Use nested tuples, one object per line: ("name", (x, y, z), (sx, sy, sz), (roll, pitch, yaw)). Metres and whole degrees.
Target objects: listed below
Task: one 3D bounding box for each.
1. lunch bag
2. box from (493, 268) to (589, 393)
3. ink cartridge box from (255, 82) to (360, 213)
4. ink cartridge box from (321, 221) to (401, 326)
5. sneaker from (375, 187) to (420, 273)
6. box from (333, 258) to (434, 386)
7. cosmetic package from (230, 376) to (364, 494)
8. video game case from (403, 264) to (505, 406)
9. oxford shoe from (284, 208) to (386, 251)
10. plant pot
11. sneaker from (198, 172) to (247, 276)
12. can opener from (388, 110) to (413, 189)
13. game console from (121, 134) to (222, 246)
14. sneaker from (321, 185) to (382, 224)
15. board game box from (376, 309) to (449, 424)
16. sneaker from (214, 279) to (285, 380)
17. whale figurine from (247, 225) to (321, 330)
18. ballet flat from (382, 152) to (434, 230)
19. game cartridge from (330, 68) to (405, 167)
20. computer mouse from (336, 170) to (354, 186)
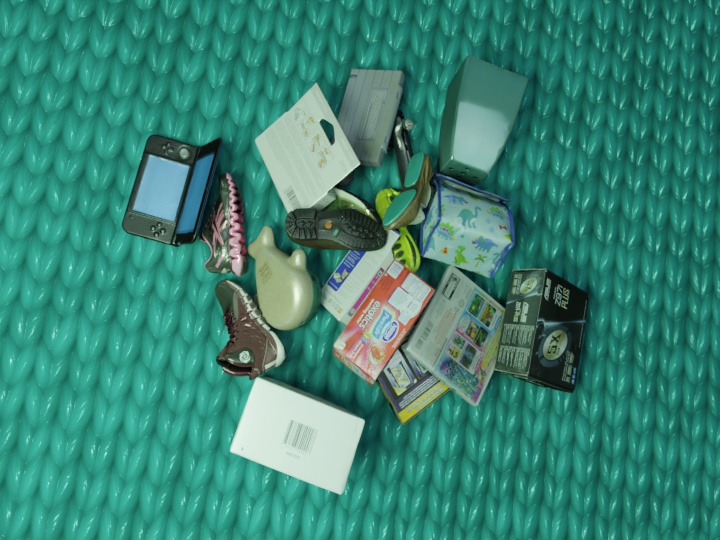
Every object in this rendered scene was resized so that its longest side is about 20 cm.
("lunch bag", (0.214, -0.110, 1.075), (0.164, 0.130, 0.204), (18, 43, -7))
("box", (0.364, 0.120, 1.056), (0.160, 0.085, 0.208), (22, 77, -33))
("ink cartridge box", (-0.099, -0.224, 1.028), (0.174, 0.044, 0.205), (-34, 70, 18))
("ink cartridge box", (0.000, 0.000, 1.034), (0.037, 0.094, 0.203), (35, 90, -43))
("sneaker", (0.067, -0.076, 1.079), (0.071, 0.084, 0.207), (-3, 64, -14))
("box", (0.042, 0.098, 0.983), (0.098, 0.096, 0.202), (34, 74, 9))
("cosmetic package", (-0.111, 0.279, 0.935), (0.193, 0.200, 0.127), (22, 76, -5))
("video game case", (0.199, 0.125, 1.039), (0.180, 0.024, 0.203), (37, 68, -8))
("oxford shoe", (-0.046, -0.072, 1.002), (0.192, 0.085, 0.076), (10, 75, -7))
("plant pot", (0.239, -0.298, 1.107), (0.136, 0.141, 0.208), (18, 82, -5))
("sneaker", (-0.274, -0.089, 1.036), (0.091, 0.079, 0.209), (-6, 81, 3))
("can opener", (0.091, -0.241, 1.122), (0.062, 0.077, 0.208), (-15, 86, -49))
("game console", (-0.359, -0.161, 1.005), (0.164, 0.118, 0.208), (14, 79, -6))
("sneaker", (-0.045, -0.117, 1.060), (0.196, 0.076, 0.091), (29, 100, 24))
("board game box", (0.116, 0.174, 1.059), (0.196, 0.057, 0.169), (-31, 89, -12))
("sneaker", (-0.234, 0.113, 0.973), (0.114, 0.077, 0.200), (-31, 71, -38))
("whale figurine", (-0.147, 0.015, 1.028), (0.159, 0.102, 0.204), (-44, 65, 26))
("ballet flat", (0.104, -0.140, 1.042), (0.072, 0.066, 0.205), (45, 51, -30))
("game cartridge", (0.014, -0.317, 1.098), (0.125, 0.038, 0.208), (12, 79, 21))
("computer mouse", (-0.076, -0.251, 1.075), (0.058, 0.034, 0.202), (-39, 69, 7))
